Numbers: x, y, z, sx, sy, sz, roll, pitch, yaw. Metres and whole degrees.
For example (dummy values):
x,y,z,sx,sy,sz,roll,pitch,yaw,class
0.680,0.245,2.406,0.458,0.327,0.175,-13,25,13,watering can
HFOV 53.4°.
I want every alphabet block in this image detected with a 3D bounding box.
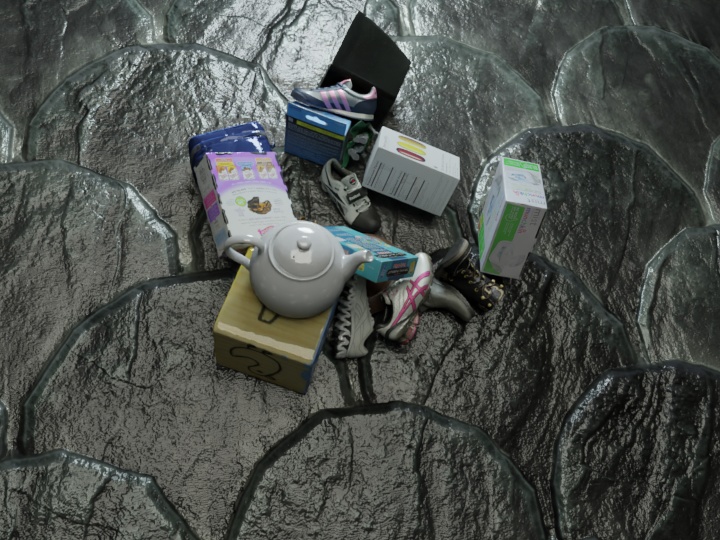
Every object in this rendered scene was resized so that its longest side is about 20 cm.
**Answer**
x,y,z,sx,sy,sz,roll,pitch,yaw,class
-0.165,0.102,1.431,0.199,0.196,0.197,18,60,1,alphabet block

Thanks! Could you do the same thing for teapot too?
x,y,z,sx,sy,sz,roll,pitch,yaw,class
-0.115,-0.019,1.312,0.200,0.146,0.198,-36,73,-23,teapot

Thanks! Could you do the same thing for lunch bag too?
x,y,z,sx,sy,sz,roll,pitch,yaw,class
-0.284,-0.251,1.619,0.199,0.136,0.133,-17,68,-16,lunch bag

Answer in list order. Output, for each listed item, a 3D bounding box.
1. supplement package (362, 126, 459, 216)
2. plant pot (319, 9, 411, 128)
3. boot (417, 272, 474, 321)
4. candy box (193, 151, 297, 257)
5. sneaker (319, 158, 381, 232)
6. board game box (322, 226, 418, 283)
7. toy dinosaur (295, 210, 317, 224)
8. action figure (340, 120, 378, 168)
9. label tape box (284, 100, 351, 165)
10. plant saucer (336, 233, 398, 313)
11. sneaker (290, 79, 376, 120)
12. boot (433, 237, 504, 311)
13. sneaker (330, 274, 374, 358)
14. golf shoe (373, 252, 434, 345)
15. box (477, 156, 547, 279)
x,y,z,sx,sy,sz,roll,pitch,yaw,class
0.117,-0.229,1.656,0.199,0.110,0.114,20,36,-8,supplement package
0.008,-0.469,1.754,0.177,0.200,0.200,26,62,-8,plant pot
0.141,0.076,1.576,0.200,0.068,0.131,40,74,14,boot
-0.229,-0.137,1.459,0.167,0.071,0.201,-7,73,-39,candy box
-0.023,-0.175,1.653,0.074,0.089,0.200,-36,75,-25,sneaker
-0.004,-0.036,1.470,0.199,0.047,0.151,25,17,29,board game box
-0.142,-0.061,1.568,0.105,0.061,0.200,-10,31,16,toy dinosaur
0.005,-0.307,1.691,0.054,0.119,0.200,29,21,-1,action figure
-0.098,-0.326,1.650,0.142,0.200,0.066,20,65,1,label tape box
0.000,0.000,1.570,0.199,0.035,0.202,-3,63,5,plant saucer
-0.058,-0.403,1.637,0.199,0.083,0.070,12,17,-10,sneaker
0.243,0.013,1.545,0.150,0.200,0.073,36,71,3,boot
-0.008,0.088,1.499,0.080,0.075,0.201,8,100,-15,sneaker
0.093,0.050,1.505,0.092,0.073,0.201,23,78,-19,golf shoe
0.334,-0.115,1.590,0.096,0.201,0.177,11,41,-2,box
